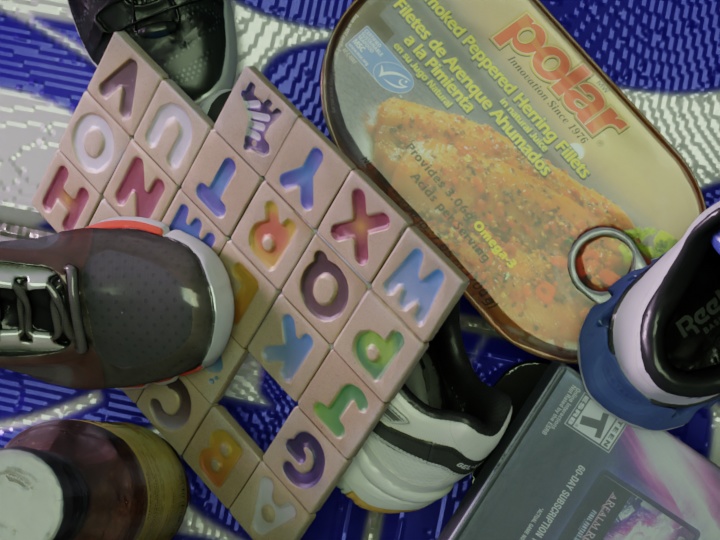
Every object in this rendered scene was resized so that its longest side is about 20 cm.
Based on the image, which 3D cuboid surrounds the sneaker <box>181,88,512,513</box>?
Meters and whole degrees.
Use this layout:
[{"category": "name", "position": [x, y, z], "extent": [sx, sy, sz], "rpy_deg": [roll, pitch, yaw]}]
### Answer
[{"category": "sneaker", "position": [0.000, 0.000, 0.818], "extent": [0.088, 0.076, 0.200], "rpy_deg": [-36, 82, 45]}]

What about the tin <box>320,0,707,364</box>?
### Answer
[{"category": "tin", "position": [0.068, -0.048, 0.854], "extent": [0.112, 0.042, 0.200], "rpy_deg": [-41, 83, 4]}]

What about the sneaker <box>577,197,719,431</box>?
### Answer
[{"category": "sneaker", "position": [0.174, -0.012, 0.738], "extent": [0.199, 0.115, 0.081], "rpy_deg": [-44, 91, -4]}]

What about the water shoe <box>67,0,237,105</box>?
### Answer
[{"category": "water shoe", "position": [-0.112, -0.162, 0.856], "extent": [0.071, 0.079, 0.201], "rpy_deg": [-19, 84, 3]}]

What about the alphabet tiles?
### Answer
[{"category": "alphabet tiles", "position": [-0.061, -0.001, 0.814], "extent": [0.200, 0.008, 0.167], "rpy_deg": [45, 123, 21]}]

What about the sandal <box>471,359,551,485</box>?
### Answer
[{"category": "sandal", "position": [0.084, 0.139, 0.832], "extent": [0.075, 0.045, 0.201], "rpy_deg": [1, 85, 4]}]

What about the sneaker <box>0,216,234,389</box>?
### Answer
[{"category": "sneaker", "position": [-0.152, 0.019, 0.818], "extent": [0.199, 0.082, 0.077], "rpy_deg": [2, 100, 23]}]

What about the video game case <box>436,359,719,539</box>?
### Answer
[{"category": "video game case", "position": [0.124, 0.150, 0.811], "extent": [0.200, 0.019, 0.143], "rpy_deg": [33, 89, -11]}]

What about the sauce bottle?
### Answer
[{"category": "sauce bottle", "position": [-0.114, 0.090, 0.774], "extent": [0.066, 0.200, 0.066], "rpy_deg": [0, 83, 3]}]
